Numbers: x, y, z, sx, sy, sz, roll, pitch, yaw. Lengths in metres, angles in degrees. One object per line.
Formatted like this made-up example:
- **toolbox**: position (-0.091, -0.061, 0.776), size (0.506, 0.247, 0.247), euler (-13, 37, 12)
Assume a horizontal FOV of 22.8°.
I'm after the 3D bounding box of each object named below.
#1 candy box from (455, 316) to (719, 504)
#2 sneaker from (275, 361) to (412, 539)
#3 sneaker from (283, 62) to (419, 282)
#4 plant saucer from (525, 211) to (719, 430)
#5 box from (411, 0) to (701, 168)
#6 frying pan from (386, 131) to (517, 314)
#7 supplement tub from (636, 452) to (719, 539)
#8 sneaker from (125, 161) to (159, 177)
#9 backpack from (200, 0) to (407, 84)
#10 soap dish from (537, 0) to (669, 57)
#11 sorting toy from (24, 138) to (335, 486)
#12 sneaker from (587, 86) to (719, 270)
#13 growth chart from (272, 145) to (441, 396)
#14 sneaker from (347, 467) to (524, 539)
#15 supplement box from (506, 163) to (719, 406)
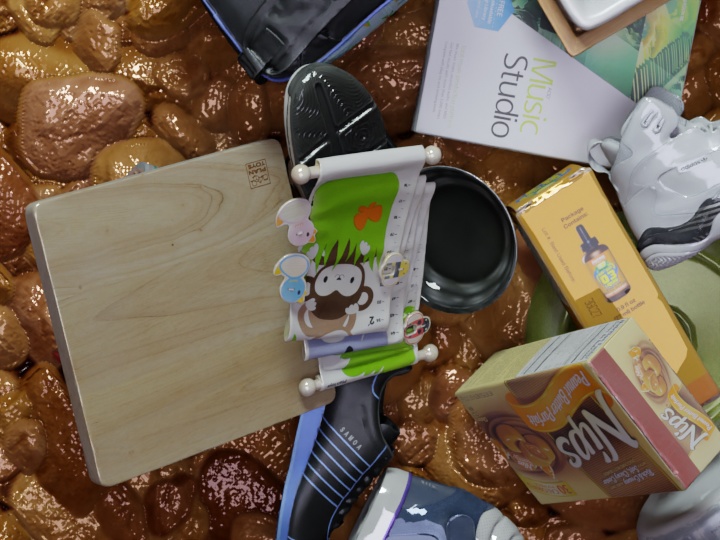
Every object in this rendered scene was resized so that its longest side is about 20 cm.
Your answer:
- **candy box**: position (0.163, 0.107, 1.305), size (0.055, 0.200, 0.116), euler (-43, 99, -26)
- **sneaker**: position (-0.015, 0.152, 1.369), size (0.077, 0.070, 0.202), euler (13, 96, 3)
- **sneaker**: position (-0.032, -0.084, 1.294), size (0.075, 0.115, 0.201), euler (-36, 136, -14)
- **plant saucer**: position (0.228, 0.053, 1.385), size (0.198, 0.031, 0.202), euler (0, 99, -2)
- **box**: position (0.148, -0.158, 1.349), size (0.198, 0.036, 0.146), euler (9, 98, -5)
- **frying pan**: position (0.040, -0.047, 1.356), size (0.190, 0.031, 0.115), euler (38, 122, 15)
- **supplement tub**: position (0.314, 0.237, 1.368), size (0.122, 0.123, 0.200), euler (-38, 98, 3)
- **sneaker**: position (-0.158, 0.022, 1.352), size (0.079, 0.071, 0.202), euler (10, 90, -27)
- **backpack**: position (-0.032, -0.254, 1.271), size (0.199, 0.147, 0.184), euler (-35, 97, 7)
- **soap dish**: position (0.192, -0.266, 1.290), size (0.199, 0.081, 0.158), euler (-31, 87, -7)
- **sorting toy**: position (-0.136, 0.026, 1.283), size (0.199, 0.069, 0.201), euler (-18, 100, -32)
- **sneaker**: position (0.262, -0.096, 1.292), size (0.199, 0.075, 0.115), euler (-35, 93, 20)
- **growth chart**: position (0.000, 0.000, 1.280), size (0.144, 0.018, 0.201), euler (-19, 127, -30)
- **sneaker**: position (0.047, 0.264, 1.381), size (0.145, 0.081, 0.201), euler (24, 94, -4)
- **supplement box**: position (0.187, 0.021, 1.331), size (0.066, 0.069, 0.201), euler (-31, 99, 2)
